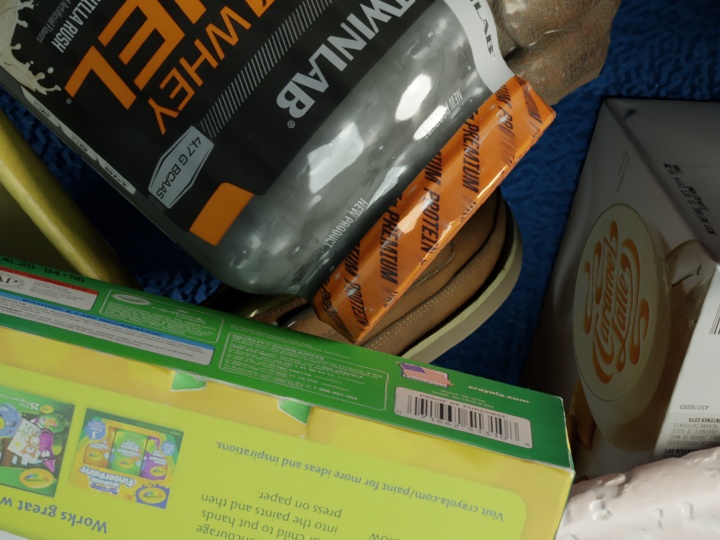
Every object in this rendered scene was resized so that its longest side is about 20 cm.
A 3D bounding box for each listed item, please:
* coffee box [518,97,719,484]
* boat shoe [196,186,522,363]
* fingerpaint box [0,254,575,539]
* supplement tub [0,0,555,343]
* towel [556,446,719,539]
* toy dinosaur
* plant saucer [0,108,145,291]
[{"bbox_3d":[0.122,0.048,0.989,0.079,0.115,0.201,1,126,-20],"label":"coffee box"},{"bbox_3d":[0.000,0.000,0.883,0.072,0.200,0.068,-15,111,29],"label":"boat shoe"},{"bbox_3d":[-0.052,0.100,0.780,0.199,0.073,0.167,14,105,-2],"label":"fingerpaint box"},{"bbox_3d":[-0.044,-0.078,0.784,0.200,0.123,0.123,41,109,2],"label":"supplement tub"},{"bbox_3d":[0.157,0.134,0.971,0.199,0.032,0.192,-15,130,-8],"label":"towel"},{"bbox_3d":[0.064,-0.106,0.882,0.135,0.086,0.200,-19,142,-29],"label":"toy dinosaur"},{"bbox_3d":[-0.170,-0.012,0.840,0.199,0.049,0.200,-5,144,25],"label":"plant saucer"}]
